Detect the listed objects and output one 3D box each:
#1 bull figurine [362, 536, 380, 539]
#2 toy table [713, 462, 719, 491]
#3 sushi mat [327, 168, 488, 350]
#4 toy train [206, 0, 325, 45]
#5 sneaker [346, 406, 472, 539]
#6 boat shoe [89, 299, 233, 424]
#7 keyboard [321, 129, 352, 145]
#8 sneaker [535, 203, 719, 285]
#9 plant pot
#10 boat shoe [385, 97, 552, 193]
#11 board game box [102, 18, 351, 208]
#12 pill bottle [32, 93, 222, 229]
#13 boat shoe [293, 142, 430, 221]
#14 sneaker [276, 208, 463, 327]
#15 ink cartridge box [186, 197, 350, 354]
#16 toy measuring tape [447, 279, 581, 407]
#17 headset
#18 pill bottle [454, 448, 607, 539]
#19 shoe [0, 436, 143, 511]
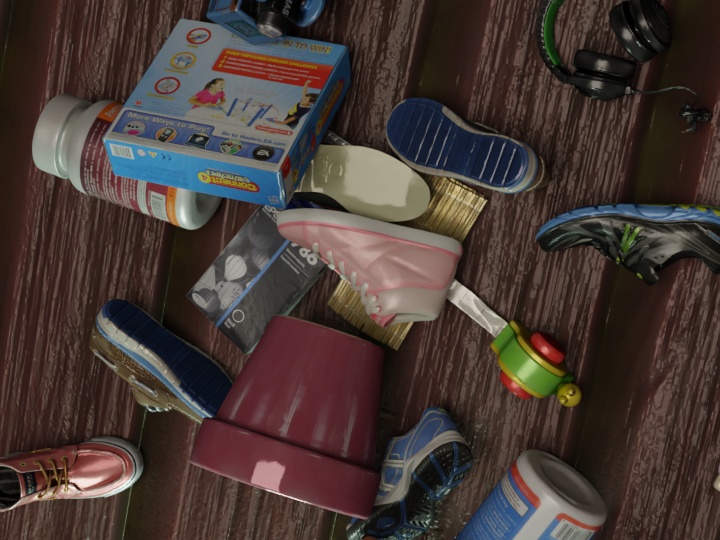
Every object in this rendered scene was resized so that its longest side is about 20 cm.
[{"bbox_3d":[0.050,0.339,1.615,0.200,0.065,0.122,6,91,62],"label":"bull figurine"},{"bbox_3d":[0.443,0.238,1.521,0.200,0.117,0.184,17,103,17],"label":"toy table"},{"bbox_3d":[0.049,-0.018,1.673,0.096,0.012,0.200,34,107,10],"label":"sushi mat"},{"bbox_3d":[-0.082,-0.331,1.609,0.114,0.087,0.200,2,71,48],"label":"toy train"},{"bbox_3d":[0.051,0.230,1.686,0.200,0.076,0.077,-49,37,30],"label":"sneaker"},{"bbox_3d":[-0.221,0.118,1.753,0.200,0.072,0.072,41,125,7],"label":"boat shoe"},{"bbox_3d":[-0.064,-0.140,1.692,0.200,0.011,0.056,34,98,12],"label":"keyboard"},{"bbox_3d":[0.274,-0.027,1.563,0.199,0.071,0.083,2,92,16],"label":"sneaker"},{"bbox_3d":[-0.059,0.150,1.645,0.200,0.200,0.179,16,83,16],"label":"plant pot"},{"bbox_3d":[0.110,-0.120,1.600,0.200,0.072,0.072,30,99,40],"label":"boat shoe"},{"bbox_3d":[-0.136,-0.168,1.623,0.200,0.196,0.056,12,141,17],"label":"board game box"},{"bbox_3d":[-0.253,-0.124,1.710,0.200,0.110,0.110,19,104,15],"label":"pill bottle"},{"bbox_3d":[-0.019,-0.100,1.645,0.201,0.063,0.074,12,98,13],"label":"boat shoe"},{"bbox_3d":[0.000,0.000,1.624,0.200,0.075,0.105,13,81,6],"label":"sneaker"},{"bbox_3d":[-0.095,-0.011,1.710,0.099,0.039,0.200,43,108,10],"label":"ink cartridge box"},{"bbox_3d":[0.150,0.074,1.618,0.200,0.074,0.074,41,108,7],"label":"toy measuring tape"},{"bbox_3d":[0.268,-0.217,1.552,0.200,0.094,0.124,48,114,23],"label":"headset"},{"bbox_3d":[0.158,0.295,1.628,0.112,0.112,0.200,39,108,10],"label":"pill bottle"},{"bbox_3d":[-0.358,0.242,1.808,0.200,0.091,0.072,-8,95,20],"label":"shoe"}]
